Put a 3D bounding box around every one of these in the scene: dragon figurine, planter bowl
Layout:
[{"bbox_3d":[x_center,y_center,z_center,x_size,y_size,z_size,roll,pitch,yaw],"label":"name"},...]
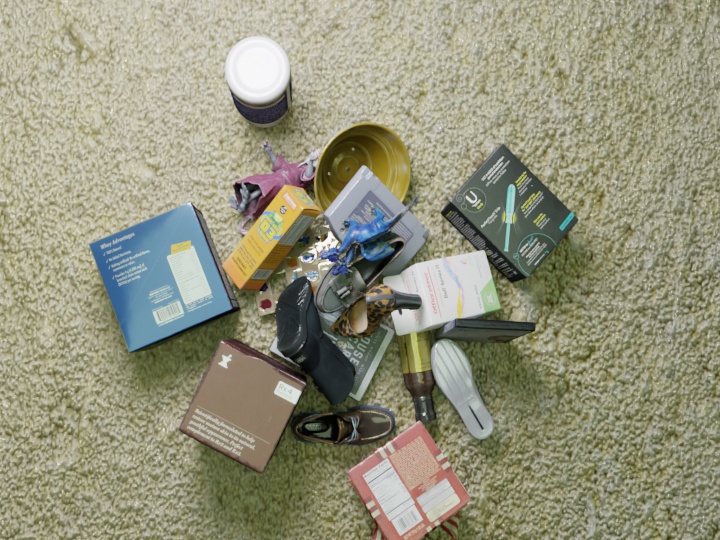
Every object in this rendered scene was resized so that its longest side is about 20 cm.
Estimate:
[{"bbox_3d":[0.023,-0.057,1.382,0.196,0.100,0.060,-19,131,0],"label":"dragon figurine"},{"bbox_3d":[-0.010,-0.180,1.483,0.196,0.083,0.205,-10,113,-23],"label":"planter bowl"}]

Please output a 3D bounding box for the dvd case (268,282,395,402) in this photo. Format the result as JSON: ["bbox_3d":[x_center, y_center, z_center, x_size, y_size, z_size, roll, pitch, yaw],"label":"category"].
[{"bbox_3d":[-0.052,0.132,1.503,0.197,0.025,0.152,29,84,0],"label":"dvd case"}]

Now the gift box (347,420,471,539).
[{"bbox_3d":[0.085,0.405,1.408,0.182,0.187,0.202,-28,73,-7],"label":"gift box"}]

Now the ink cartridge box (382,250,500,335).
[{"bbox_3d":[0.149,0.041,1.462,0.196,0.067,0.120,-11,81,-27],"label":"ink cartridge box"}]

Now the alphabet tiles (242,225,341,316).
[{"bbox_3d":[-0.114,-0.021,1.502,0.196,0.008,0.171,-14,81,2],"label":"alphabet tiles"}]

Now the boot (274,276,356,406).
[{"bbox_3d":[-0.079,0.128,1.437,0.076,0.202,0.169,-29,122,17],"label":"boot"}]

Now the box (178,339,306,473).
[{"bbox_3d":[-0.199,0.230,1.399,0.164,0.200,0.167,27,85,0],"label":"box"}]

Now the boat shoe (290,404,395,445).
[{"bbox_3d":[-0.030,0.293,1.468,0.195,0.072,0.074,-6,86,-4],"label":"boat shoe"}]

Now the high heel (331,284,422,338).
[{"bbox_3d":[-0.006,0.072,1.395,0.197,0.141,0.073,-23,72,32],"label":"high heel"}]

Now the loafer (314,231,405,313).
[{"bbox_3d":[0.000,0.000,1.414,0.200,0.063,0.072,-45,117,-17],"label":"loafer"}]

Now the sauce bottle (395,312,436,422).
[{"bbox_3d":[0.106,0.180,1.491,0.063,0.065,0.205,-7,87,-4],"label":"sauce bottle"}]

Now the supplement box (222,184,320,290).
[{"bbox_3d":[-0.162,-0.058,1.441,0.067,0.068,0.201,47,108,22],"label":"supplement box"}]

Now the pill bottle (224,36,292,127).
[{"bbox_3d":[-0.179,-0.332,1.443,0.113,0.200,0.119,0,84,-3],"label":"pill bottle"}]

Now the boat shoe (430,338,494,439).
[{"bbox_3d":[0.182,0.221,1.488,0.071,0.071,0.203,-24,94,-5],"label":"boat shoe"}]

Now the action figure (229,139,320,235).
[{"bbox_3d":[-0.137,-0.159,1.481,0.198,0.133,0.152,-27,125,-30],"label":"action figure"}]

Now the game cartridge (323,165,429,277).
[{"bbox_3d":[0.027,-0.080,1.471,0.134,0.041,0.200,-51,122,-5],"label":"game cartridge"}]

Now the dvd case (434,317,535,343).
[{"bbox_3d":[0.218,0.110,1.433,0.139,0.200,0.018,4,78,-4],"label":"dvd case"}]

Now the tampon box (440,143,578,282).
[{"bbox_3d":[0.274,-0.103,1.490,0.200,0.126,0.150,44,84,1],"label":"tampon box"}]

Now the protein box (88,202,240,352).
[{"bbox_3d":[-0.348,0.015,1.438,0.195,0.135,0.204,-22,87,-4],"label":"protein box"}]
